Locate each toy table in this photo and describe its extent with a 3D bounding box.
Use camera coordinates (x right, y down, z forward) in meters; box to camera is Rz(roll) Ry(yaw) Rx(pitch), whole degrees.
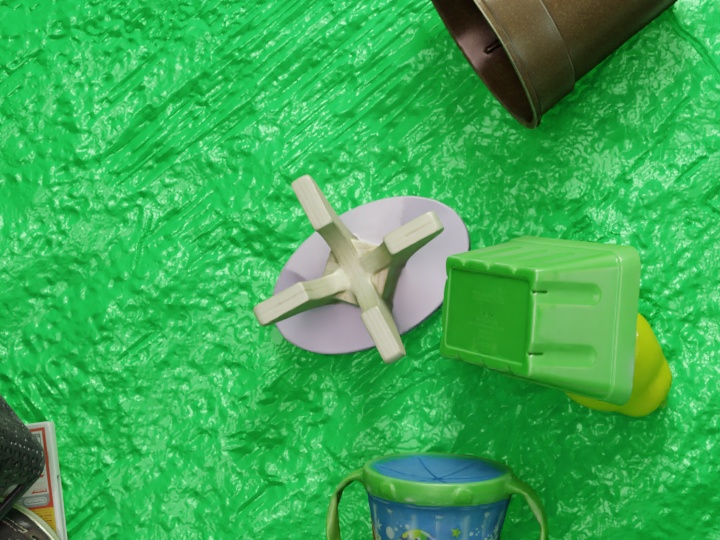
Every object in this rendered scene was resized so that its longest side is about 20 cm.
[{"bbox_3d":[0.000,0.000,1.586,0.200,0.117,0.184,-40,80,5],"label":"toy table"}]

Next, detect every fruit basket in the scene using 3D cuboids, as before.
[{"bbox_3d":[0.194,0.051,1.527,0.215,0.216,0.156,4,93,10],"label":"fruit basket"}]

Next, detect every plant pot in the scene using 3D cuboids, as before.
[{"bbox_3d":[0.181,-0.262,1.549,0.198,0.200,0.200,-33,81,-3],"label":"plant pot"}]

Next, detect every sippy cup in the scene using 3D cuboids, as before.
[{"bbox_3d":[0.068,0.239,1.554,0.178,0.139,0.131,7,99,48],"label":"sippy cup"}]

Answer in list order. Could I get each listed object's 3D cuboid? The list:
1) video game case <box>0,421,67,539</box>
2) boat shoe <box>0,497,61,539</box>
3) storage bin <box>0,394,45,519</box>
[{"bbox_3d":[-0.353,0.254,1.673,0.143,0.017,0.200,-8,84,9],"label":"video game case"},{"bbox_3d":[-0.309,0.281,1.621,0.200,0.065,0.072,40,95,12],"label":"boat shoe"},{"bbox_3d":[-0.408,0.153,1.622,0.135,0.094,0.200,-48,61,3],"label":"storage bin"}]
